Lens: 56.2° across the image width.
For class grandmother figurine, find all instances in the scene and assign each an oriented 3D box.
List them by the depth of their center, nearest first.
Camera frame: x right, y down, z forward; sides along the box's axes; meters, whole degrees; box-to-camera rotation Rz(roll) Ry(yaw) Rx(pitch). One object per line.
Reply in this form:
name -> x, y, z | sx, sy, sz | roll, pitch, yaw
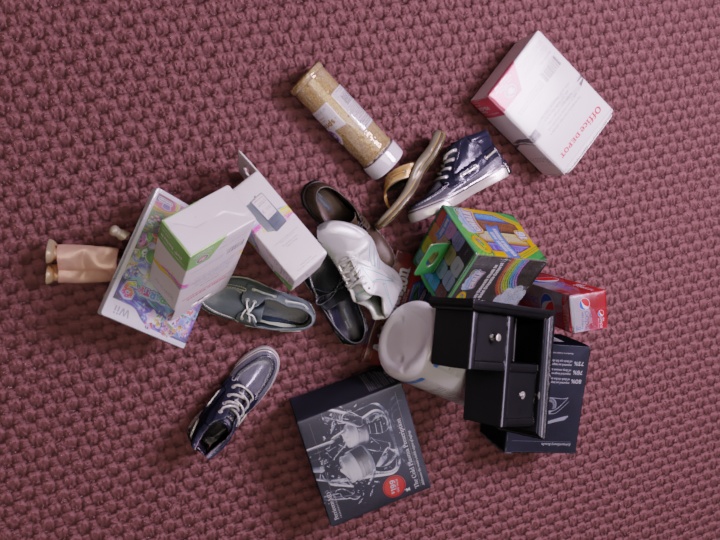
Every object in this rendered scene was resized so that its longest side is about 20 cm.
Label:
grandmother figurine -> -0.369, -0.012, 1.028 | 0.198, 0.061, 0.122 | 4, 123, -18

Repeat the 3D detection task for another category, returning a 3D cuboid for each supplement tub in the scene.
supplement tub -> 0.138, 0.141, 1.115 | 0.199, 0.132, 0.133 | 28, 89, -38

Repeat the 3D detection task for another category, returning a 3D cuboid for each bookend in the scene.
bookend -> 0.193, 0.148, 1.016 | 0.199, 0.092, 0.201 | 10, 83, -39

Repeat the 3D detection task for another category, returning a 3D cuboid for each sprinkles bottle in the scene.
sprinkles bottle -> -0.021, -0.239, 1.085 | 0.200, 0.068, 0.068 | 45, 85, -15

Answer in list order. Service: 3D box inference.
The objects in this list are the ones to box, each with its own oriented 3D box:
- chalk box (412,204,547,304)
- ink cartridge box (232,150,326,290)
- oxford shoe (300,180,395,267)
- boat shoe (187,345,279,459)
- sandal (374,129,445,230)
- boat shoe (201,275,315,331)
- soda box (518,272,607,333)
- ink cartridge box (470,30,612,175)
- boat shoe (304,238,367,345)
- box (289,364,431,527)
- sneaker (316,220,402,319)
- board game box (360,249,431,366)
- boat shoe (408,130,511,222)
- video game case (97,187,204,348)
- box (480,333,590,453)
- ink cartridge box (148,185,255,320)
chalk box -> 0.173, -0.018, 1.093 | 0.199, 0.124, 0.125 | 6, 129, -31
ink cartridge box -> -0.144, -0.072, 1.023 | 0.067, 0.117, 0.200 | -40, 88, -13
oxford shoe -> -0.015, -0.064, 1.101 | 0.200, 0.084, 0.073 | 41, 84, -18
boat shoe -> -0.197, 0.214, 1.081 | 0.075, 0.093, 0.200 | 39, 86, -16
sandal -> 0.074, -0.155, 1.121 | 0.054, 0.080, 0.201 | 32, 85, 1
boat shoe -> -0.166, 0.057, 1.085 | 0.198, 0.062, 0.073 | 14, 95, -16
soda box -> 0.333, 0.052, 1.148 | 0.069, 0.200, 0.064 | -8, 100, -13
ink cartridge box -> 0.313, -0.282, 1.162 | 0.200, 0.085, 0.146 | 40, 86, -14
boat shoe -> -0.042, 0.037, 1.117 | 0.074, 0.062, 0.201 | -27, 102, -9
box -> -0.001, 0.289, 1.129 | 0.181, 0.104, 0.202 | -19, 105, -8
sneaker -> 0.000, 0.000, 1.068 | 0.200, 0.070, 0.081 | 46, 42, -32
board game box -> 0.077, 0.074, 1.176 | 0.102, 0.019, 0.202 | 16, 93, -15
boat shoe -> 0.151, -0.161, 1.139 | 0.199, 0.075, 0.093 | -29, 96, -17
video game case -> -0.288, -0.002, 1.013 | 0.143, 0.018, 0.201 | 32, 71, -39
box -> 0.311, 0.217, 1.214 | 0.147, 0.104, 0.202 | 6, 96, -16
ink cartridge box -> -0.232, -0.019, 0.963 | 0.067, 0.200, 0.117 | 48, 53, 9
